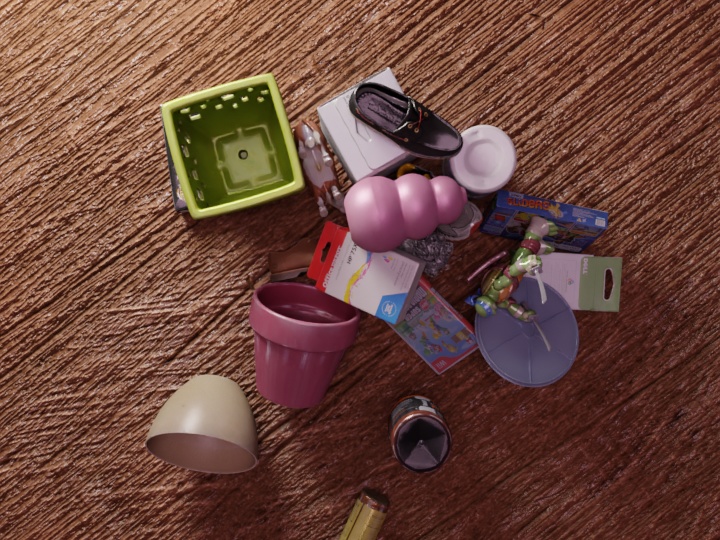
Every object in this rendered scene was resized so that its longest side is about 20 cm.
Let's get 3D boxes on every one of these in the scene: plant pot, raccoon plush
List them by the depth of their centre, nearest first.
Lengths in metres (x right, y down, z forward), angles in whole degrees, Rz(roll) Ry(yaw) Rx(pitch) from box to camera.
[{"bbox_3d":[-0.205,-0.202,1.273,0.197,0.181,0.202,-15,92,1],"label":"plant pot"},{"bbox_3d":[0.072,-0.055,1.325,0.198,0.134,0.097,8,116,-23],"label":"raccoon plush"},{"bbox_3d":[-0.112,0.138,1.334,0.198,0.200,0.181,13,108,0],"label":"plant pot"},{"bbox_3d":[-0.276,0.271,1.345,0.198,0.201,0.135,6,56,0],"label":"plant pot"}]

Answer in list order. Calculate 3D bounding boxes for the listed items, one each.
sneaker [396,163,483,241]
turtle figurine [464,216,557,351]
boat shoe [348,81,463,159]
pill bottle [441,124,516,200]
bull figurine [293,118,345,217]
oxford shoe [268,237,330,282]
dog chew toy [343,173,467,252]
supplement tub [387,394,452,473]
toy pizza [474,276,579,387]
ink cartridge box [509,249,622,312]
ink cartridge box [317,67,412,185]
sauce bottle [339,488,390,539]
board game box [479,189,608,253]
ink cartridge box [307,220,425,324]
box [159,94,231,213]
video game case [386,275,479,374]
[{"bbox_3d":[0.130,-0.120,1.289,0.078,0.082,0.200,-51,52,1],"label":"sneaker"},{"bbox_3d":[0.296,0.019,1.262,0.144,0.199,0.195,49,63,-31],"label":"turtle figurine"},{"bbox_3d":[0.074,-0.237,1.184,0.200,0.063,0.074,25,86,-4],"label":"boat shoe"},{"bbox_3d":[0.203,-0.185,1.312,0.113,0.200,0.115,0,91,1],"label":"pill bottle"},{"bbox_3d":[-0.069,-0.171,1.322,0.065,0.122,0.201,-23,122,2],"label":"bull figurine"},{"bbox_3d":[-0.079,-0.032,1.381,0.198,0.071,0.072,-12,88,2],"label":"oxford shoe"},{"bbox_3d":[0.076,-0.102,1.207,0.198,0.125,0.126,-13,91,1],"label":"dog chew toy"},{"bbox_3d":[0.102,0.283,1.323,0.106,0.200,0.108,0,93,-1],"label":"supplement tub"},{"bbox_3d":[0.296,0.110,1.324,0.198,0.032,0.202,4,71,-11],"label":"toy pizza"},{"bbox_3d":[0.380,0.019,1.387,0.198,0.059,0.105,3,92,0],"label":"ink cartridge box"},{"bbox_3d":[0.020,-0.241,1.310,0.144,0.200,0.146,-30,92,1],"label":"ink cartridge box"},{"bbox_3d":[-0.011,0.516,1.397,0.066,0.066,0.201,26,93,-1],"label":"sauce bottle"},{"bbox_3d":[0.329,-0.086,1.346,0.198,0.135,0.035,12,72,-1],"label":"board game box"},{"bbox_3d":[0.000,0.000,1.292,0.199,0.067,0.117,23,99,14],"label":"ink cartridge box"},{"bbox_3d":[-0.280,-0.219,1.386,0.158,0.049,0.202,-8,92,3],"label":"box"},{"bbox_3d":[0.117,0.091,1.362,0.200,0.143,0.017,45,46,-1],"label":"video game case"}]
